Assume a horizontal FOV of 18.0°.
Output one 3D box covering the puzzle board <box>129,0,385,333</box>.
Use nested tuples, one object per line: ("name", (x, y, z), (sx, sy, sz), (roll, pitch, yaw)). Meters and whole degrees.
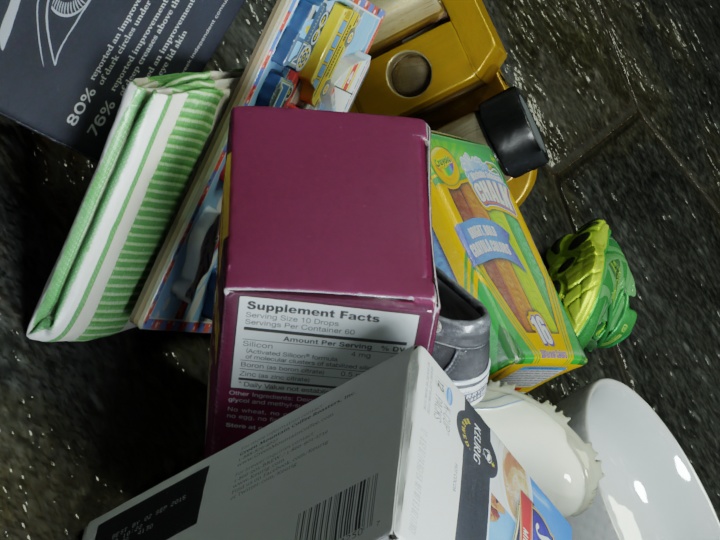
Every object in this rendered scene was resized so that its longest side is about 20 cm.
("puzzle board", (-0.047, -0.057, 1.205), (0.017, 0.201, 0.151), (27, 5, 16))

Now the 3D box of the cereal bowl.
("cereal bowl", (0.171, 0.178, 1.516), (0.200, 0.083, 0.201), (44, 29, -32))

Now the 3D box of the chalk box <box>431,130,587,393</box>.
("chalk box", (0.030, -0.008, 1.390), (0.124, 0.123, 0.201), (2, 62, -63))

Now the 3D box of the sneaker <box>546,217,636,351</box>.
("sneaker", (0.176, 0.023, 1.713), (0.084, 0.074, 0.200), (53, 24, -8))

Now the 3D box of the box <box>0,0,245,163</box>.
("box", (-0.161, -0.156, 1.105), (0.104, 0.149, 0.200), (36, 4, 39))

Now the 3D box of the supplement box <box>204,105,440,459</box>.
("supplement box", (-0.024, 0.038, 1.126), (0.132, 0.102, 0.201), (-90, -174, -46))

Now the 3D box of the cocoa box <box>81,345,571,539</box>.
("cocoa box", (-0.020, 0.155, 1.009), (0.131, 0.199, 0.134), (49, 26, -25))

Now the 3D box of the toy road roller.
("toy road roller", (0.048, -0.122, 1.573), (0.201, 0.122, 0.146), (65, 10, 6))

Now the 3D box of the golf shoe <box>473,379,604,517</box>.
("golf shoe", (0.033, 0.100, 1.262), (0.199, 0.079, 0.097), (21, 32, 18))

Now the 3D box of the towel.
("towel", (-0.093, -0.039, 1.174), (0.023, 0.153, 0.200), (29, 18, 15))

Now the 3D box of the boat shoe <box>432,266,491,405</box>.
("boat shoe", (0.000, 0.000, 1.273), (0.071, 0.068, 0.200), (-18, 41, -33))
